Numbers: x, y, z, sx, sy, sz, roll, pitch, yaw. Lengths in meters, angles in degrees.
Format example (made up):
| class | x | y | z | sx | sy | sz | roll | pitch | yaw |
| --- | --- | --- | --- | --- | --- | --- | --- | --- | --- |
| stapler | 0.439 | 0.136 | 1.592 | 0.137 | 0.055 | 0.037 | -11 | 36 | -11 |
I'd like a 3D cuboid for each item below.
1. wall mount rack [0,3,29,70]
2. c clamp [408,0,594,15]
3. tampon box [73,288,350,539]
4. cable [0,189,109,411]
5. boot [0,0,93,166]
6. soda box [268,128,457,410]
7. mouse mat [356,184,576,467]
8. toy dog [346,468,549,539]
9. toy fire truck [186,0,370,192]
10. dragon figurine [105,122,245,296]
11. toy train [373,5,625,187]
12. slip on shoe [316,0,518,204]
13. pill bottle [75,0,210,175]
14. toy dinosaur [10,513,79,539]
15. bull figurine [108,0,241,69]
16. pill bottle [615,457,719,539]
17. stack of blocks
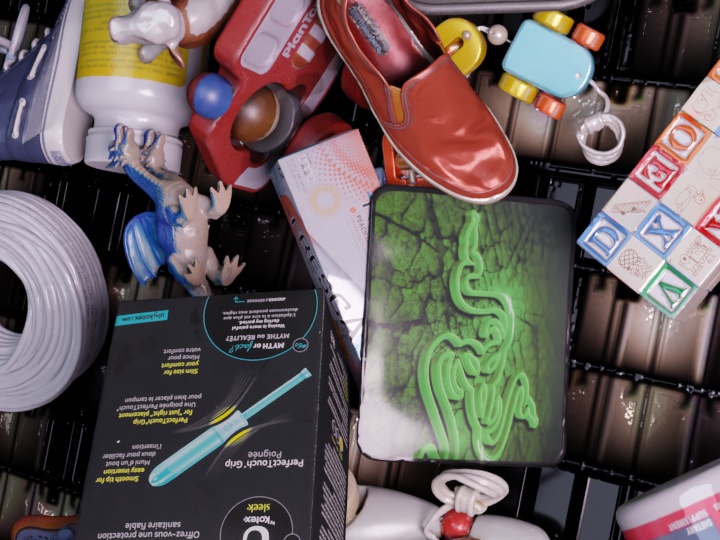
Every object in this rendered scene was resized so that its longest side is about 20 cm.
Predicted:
| class | x | y | z | sx | sy | sz | roll | pitch | yaw |
| --- | --- | --- | --- | --- | --- | --- | --- | --- | --- |
| wall mount rack | -0.361 | -0.158 | 0.965 | 0.074 | 0.174 | 0.201 | 14 | 92 | -15 |
| c clamp | 0.100 | -0.256 | 0.803 | 0.199 | 0.027 | 0.171 | 7 | 56 | 17 |
| tampon box | -0.089 | 0.133 | 0.707 | 0.149 | 0.126 | 0.201 | -3 | 56 | 8 |
| cable | -0.324 | 0.028 | 0.960 | 0.199 | 0.069 | 0.201 | -26 | 92 | 22 |
| boot | -0.281 | -0.189 | 0.951 | 0.090 | 0.073 | 0.201 | 3 | 66 | 13 |
| soda box | 0.000 | 0.000 | 0.797 | 0.068 | 0.064 | 0.201 | -23 | 91 | -12 |
| mouse mat | 0.080 | 0.041 | 0.775 | 0.160 | 0.008 | 0.201 | 4 | 87 | -11 |
| toy dog | 0.028 | 0.210 | 0.777 | 0.199 | 0.132 | 0.097 | -3 | 55 | 33 |
| toy fire truck | -0.063 | -0.156 | 0.820 | 0.112 | 0.168 | 0.200 | 40 | 102 | 23 |
| dragon figurine | -0.147 | -0.020 | 0.840 | 0.099 | 0.059 | 0.201 | 5 | 108 | 46 |
| toy train | 0.098 | -0.121 | 0.810 | 0.199 | 0.056 | 0.151 | -10 | 97 | 19 |
| slip on shoe | 0.043 | -0.128 | 0.744 | 0.074 | 0.061 | 0.200 | -39 | 103 | -7 |
| pill bottle | -0.186 | -0.186 | 0.912 | 0.111 | 0.111 | 0.201 | 4 | 86 | 25 |
| toy dinosaur | -0.191 | 0.215 | 0.826 | 0.181 | 0.105 | 0.200 | 21 | 62 | 34 |
| bull figurine | -0.121 | -0.216 | 0.813 | 0.121 | 0.065 | 0.200 | 2 | 41 | 52 |
| pill bottle | 0.257 | 0.220 | 0.666 | 0.119 | 0.119 | 0.201 | -30 | 74 | 19 |
| stack of blocks | 0.258 | -0.060 | 0.723 | 0.115 | 0.059 | 0.200 | 42 | 103 | 22 |
